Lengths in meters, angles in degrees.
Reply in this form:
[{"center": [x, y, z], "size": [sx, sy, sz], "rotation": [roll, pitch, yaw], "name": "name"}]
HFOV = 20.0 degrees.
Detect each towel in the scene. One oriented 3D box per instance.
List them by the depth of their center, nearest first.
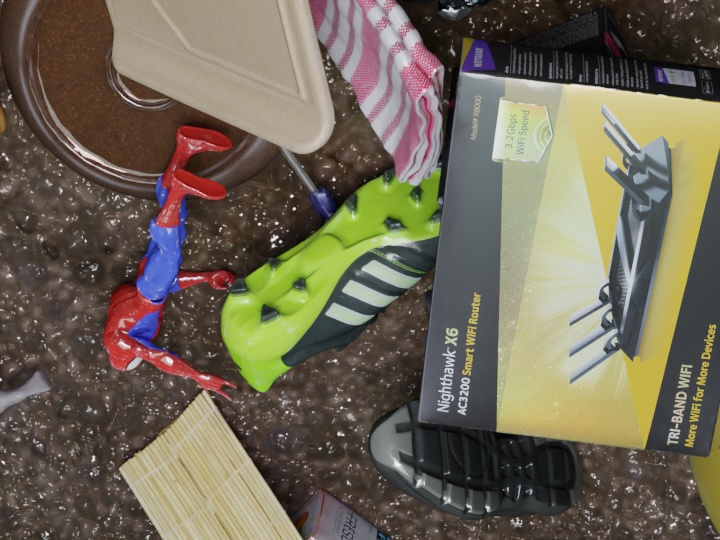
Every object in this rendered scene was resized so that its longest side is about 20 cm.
[{"center": [-0.017, -0.150, 1.121], "size": [0.030, 0.146, 0.201], "rotation": [-32, 75, -8], "name": "towel"}]

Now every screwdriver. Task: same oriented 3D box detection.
[{"center": [-0.034, -0.063, 1.257], "size": [0.028, 0.029, 0.201], "rotation": [-2, 130, 42], "name": "screwdriver"}]

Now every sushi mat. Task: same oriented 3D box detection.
[{"center": [-0.080, 0.187, 1.356], "size": [0.096, 0.012, 0.201], "rotation": [-39, 77, 24], "name": "sushi mat"}]

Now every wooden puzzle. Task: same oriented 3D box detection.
[{"center": [-0.090, -0.178, 1.114], "size": [0.184, 0.037, 0.201], "rotation": [26, 138, 38], "name": "wooden puzzle"}]

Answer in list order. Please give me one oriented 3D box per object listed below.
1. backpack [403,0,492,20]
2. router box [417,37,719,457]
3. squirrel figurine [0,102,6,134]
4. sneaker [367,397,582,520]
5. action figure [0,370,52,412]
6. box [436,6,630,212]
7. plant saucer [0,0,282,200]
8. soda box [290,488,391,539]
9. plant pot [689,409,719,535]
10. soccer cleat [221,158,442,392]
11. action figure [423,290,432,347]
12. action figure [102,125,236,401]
[{"center": [0.026, -0.256, 1.084], "size": [0.153, 0.176, 0.200], "rotation": [-44, 110, 0], "name": "backpack"}, {"center": [0.117, -0.010, 1.043], "size": [0.156, 0.052, 0.201], "rotation": [6, 116, 2], "name": "router box"}, {"center": [-0.311, -0.093, 1.244], "size": [0.199, 0.142, 0.188], "rotation": [10, 129, 16], "name": "squirrel figurine"}, {"center": [0.061, 0.129, 1.290], "size": [0.079, 0.076, 0.199], "rotation": [-16, 158, 35], "name": "sneaker"}, {"center": [-0.330, 0.068, 1.328], "size": [0.193, 0.105, 0.200], "rotation": [-36, 109, 11], "name": "action figure"}, {"center": [0.117, -0.050, 1.165], "size": [0.105, 0.200, 0.123], "rotation": [-21, 114, 16], "name": "box"}, {"center": [-0.127, -0.128, 1.245], "size": [0.199, 0.035, 0.202], "rotation": [2, 116, 4], "name": "plant saucer"}, {"center": [-0.065, 0.247, 1.410], "size": [0.068, 0.064, 0.200], "rotation": [36, 115, -12], "name": "soda box"}, {"center": [0.308, 0.143, 1.276], "size": [0.198, 0.142, 0.201], "rotation": [3, 117, 5], "name": "plant pot"}, {"center": [0.000, 0.000, 1.250], "size": [0.199, 0.068, 0.081], "rotation": [-32, 145, -19], "name": "soccer cleat"}, {"center": [0.146, 0.031, 1.256], "size": [0.199, 0.119, 0.103], "rotation": [-8, 106, 20], "name": "action figure"}, {"center": [-0.103, 0.007, 1.282], "size": [0.098, 0.066, 0.200], "rotation": [19, 135, -13], "name": "action figure"}]
